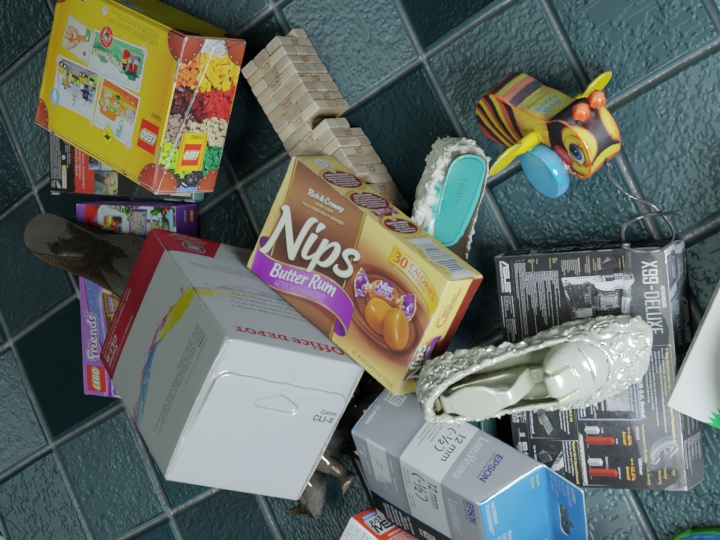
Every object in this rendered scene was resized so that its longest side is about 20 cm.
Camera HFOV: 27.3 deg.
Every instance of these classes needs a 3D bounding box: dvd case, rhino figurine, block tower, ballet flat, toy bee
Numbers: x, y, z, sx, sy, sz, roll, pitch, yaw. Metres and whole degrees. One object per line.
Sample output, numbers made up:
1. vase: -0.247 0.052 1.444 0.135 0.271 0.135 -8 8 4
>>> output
1. dvd case: -0.242 -0.148 1.515 0.198 0.022 0.148 5 99 34
2. rhino figurine: -0.031 0.159 1.375 0.087 0.060 0.201 39 127 14
3. block tower: -0.035 -0.125 1.361 0.054 0.058 0.201 -38 75 30
4. ballet flat: 0.137 0.089 1.178 0.198 0.072 0.073 -15 88 18
5. ballet flat: 0.063 -0.026 1.315 0.071 0.071 0.202 27 108 27
6. toy bee: 0.173 -0.115 1.192 0.198 0.132 0.109 19 147 24
7. ballet flat: -0.251 -0.007 1.483 0.198 0.046 0.068 19 75 25

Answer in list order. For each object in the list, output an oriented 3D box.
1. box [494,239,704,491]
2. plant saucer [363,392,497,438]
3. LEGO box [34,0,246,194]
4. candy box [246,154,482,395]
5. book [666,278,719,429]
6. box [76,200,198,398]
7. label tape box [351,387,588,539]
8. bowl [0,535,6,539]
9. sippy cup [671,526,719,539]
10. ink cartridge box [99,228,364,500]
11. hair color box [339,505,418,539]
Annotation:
1. box: 0.198 0.079 1.239 0.156 0.050 0.203 -4 94 33
2. plant saucer: 0.034 0.125 1.373 0.198 0.019 0.071 -3 94 35
3. LEGO box: -0.214 -0.178 1.415 0.199 0.077 0.151 29 113 37
4. candy box: 0.000 0.000 1.280 0.200 0.056 0.118 39 117 29
5. book: 0.332 0.037 1.126 0.132 0.048 0.202 21 112 7
6. box: -0.225 0.031 1.517 0.135 0.039 0.203 4 98 32
7. label tape box: 0.096 0.198 1.268 0.199 0.066 0.144 29 152 30
8. bowl: -0.466 0.397 1.695 0.199 0.090 0.204 5 100 33
9. sippy cup: 0.267 0.285 1.175 0.138 0.130 0.181 -2 95 33
10. ink cartridge box: -0.119 0.082 1.316 0.146 0.144 0.200 -64 35 17
11. hair color box: 0.056 0.321 1.358 0.199 0.064 0.112 38 116 25
